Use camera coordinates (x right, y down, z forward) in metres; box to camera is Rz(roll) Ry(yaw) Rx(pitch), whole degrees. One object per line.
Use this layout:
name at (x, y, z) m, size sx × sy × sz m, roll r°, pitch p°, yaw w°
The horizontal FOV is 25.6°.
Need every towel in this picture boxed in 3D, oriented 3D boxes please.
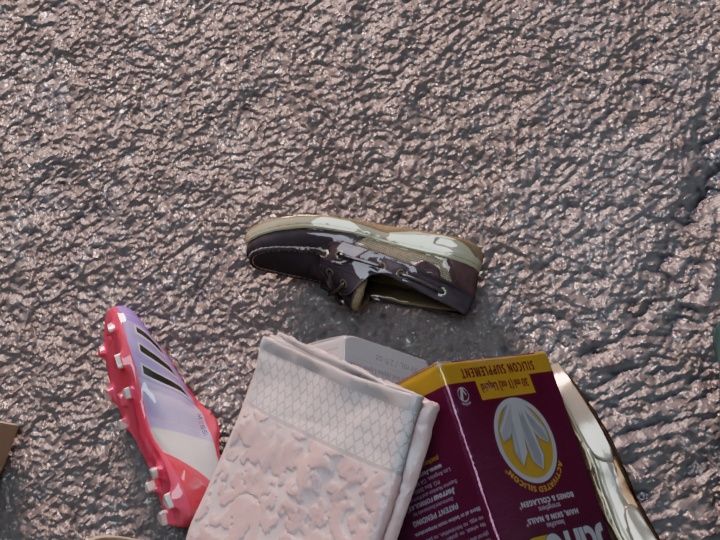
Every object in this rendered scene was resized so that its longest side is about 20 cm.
towel at (-0.041, 0.156, 1.160) m, size 0.199 × 0.032 × 0.192 m, roll 19°, pitch 89°, yaw 50°

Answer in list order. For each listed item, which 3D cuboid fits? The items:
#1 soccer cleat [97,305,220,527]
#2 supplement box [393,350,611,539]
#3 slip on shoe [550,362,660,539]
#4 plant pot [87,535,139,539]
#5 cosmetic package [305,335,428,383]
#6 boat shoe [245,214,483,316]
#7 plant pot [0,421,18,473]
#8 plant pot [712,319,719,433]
soccer cleat at (-0.156, 0.116, 1.293) m, size 0.076 × 0.067 × 0.201 m, roll -11°, pitch 61°, yaw -27°
supplement box at (0.096, 0.172, 1.168) m, size 0.103 × 0.130 × 0.201 m, roll -31°, pitch 71°, yaw 40°
slip on shoe at (0.178, 0.169, 1.218) m, size 0.060 × 0.076 × 0.201 m, roll -28°, pitch 75°, yaw 8°
plant pot at (-0.155, 0.325, 1.162) m, size 0.186 × 0.187 × 0.201 m, roll 23°, pitch 90°, yaw 15°
cosmetic package at (-0.005, 0.161, 1.218) m, size 0.074 × 0.101 × 0.202 m, roll -18°, pitch 63°, yaw 43°
boat shoe at (0.000, 0.000, 1.300) m, size 0.198 × 0.072 × 0.065 m, roll 7°, pitch 67°, yaw 4°
plant pot at (-0.411, 0.184, 1.238) m, size 0.198 × 0.200 × 0.179 m, roll 9°, pitch 83°, yaw 11°
plant pot at (0.350, 0.106, 1.155) m, size 0.199 × 0.201 × 0.189 m, roll -15°, pitch 55°, yaw 2°
